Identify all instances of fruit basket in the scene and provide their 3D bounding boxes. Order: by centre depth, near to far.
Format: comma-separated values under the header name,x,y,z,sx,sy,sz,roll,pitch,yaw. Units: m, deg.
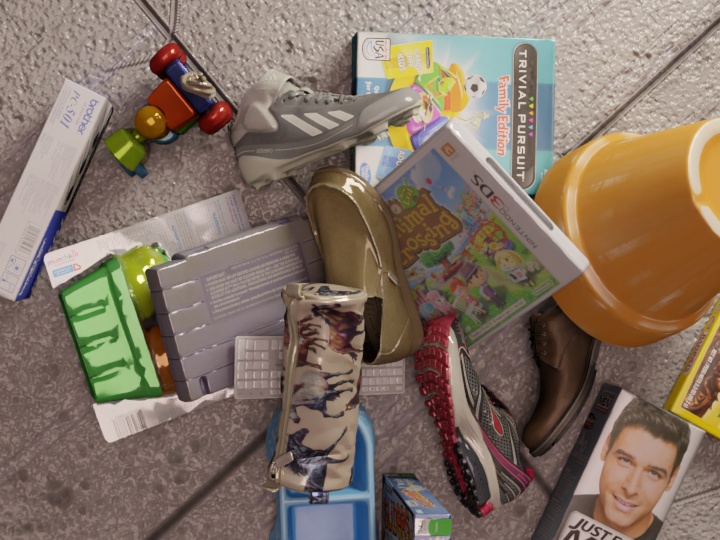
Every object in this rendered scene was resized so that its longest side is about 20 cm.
name,x,y,z,sx,sy,sz,roll,pitch,yaw
fruit basket,-0.180,0.041,1.303,0.198,0.094,0.188,-21,94,-22

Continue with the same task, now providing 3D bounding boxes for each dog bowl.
name,x,y,z,sx,sy,sz,roll,pitch,yaw
dog bowl,-0.035,0.218,1.331,0.110,0.050,0.204,-2,91,-7

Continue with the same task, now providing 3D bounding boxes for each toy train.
name,x,y,z,sx,sy,sz,roll,pitch,yaw
toy train,-0.183,-0.136,1.231,0.115,0.200,0.085,-42,96,0

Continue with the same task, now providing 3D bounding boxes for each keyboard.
name,x,y,z,sx,sy,sz,roll,pitch,yaw
keyboard,-0.036,0.091,1.301,0.198,0.011,0.057,2,94,-37

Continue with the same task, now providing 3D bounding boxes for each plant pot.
name,x,y,z,sx,sy,sz,roll,pitch,yaw
plant pot,0.289,-0.048,1.263,0.197,0.183,0.204,9,70,-26

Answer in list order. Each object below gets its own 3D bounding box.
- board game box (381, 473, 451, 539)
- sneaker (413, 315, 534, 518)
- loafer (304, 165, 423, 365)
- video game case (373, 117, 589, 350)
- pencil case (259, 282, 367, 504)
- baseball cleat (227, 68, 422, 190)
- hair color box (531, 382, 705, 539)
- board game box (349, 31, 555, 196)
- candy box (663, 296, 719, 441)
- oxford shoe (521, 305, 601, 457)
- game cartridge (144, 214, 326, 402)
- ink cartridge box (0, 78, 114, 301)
name,x,y,z,sx,sy,sz,roll,pitch,yaw
board game box,0.049,0.272,1.267,0.034,0.200,0.138,1,91,-7
sneaker,0.108,0.135,1.335,0.074,0.080,0.203,-23,107,-18
loafer,0.000,0.000,1.282,0.067,0.075,0.202,-38,108,-49
video game case,0.087,-0.023,1.285,0.182,0.200,0.022,46,45,-5
pencil case,-0.041,0.105,1.241,0.089,0.077,0.203,-12,112,-49
baseball cleat,-0.042,-0.150,1.281,0.198,0.070,0.108,-22,89,22
hair color box,0.250,0.226,1.362,0.098,0.061,0.202,26,87,-7
board game box,0.089,-0.151,1.339,0.196,0.047,0.154,1,91,-7
candy box,0.398,0.076,1.394,0.101,0.026,0.202,28,88,-10
oxford shoe,0.193,0.084,1.350,0.083,0.073,0.202,24,76,-5
game cartridge,-0.099,0.029,1.283,0.198,0.038,0.132,-19,96,-35
ink cartridge box,-0.291,-0.072,1.270,0.044,0.094,0.202,24,89,-5
